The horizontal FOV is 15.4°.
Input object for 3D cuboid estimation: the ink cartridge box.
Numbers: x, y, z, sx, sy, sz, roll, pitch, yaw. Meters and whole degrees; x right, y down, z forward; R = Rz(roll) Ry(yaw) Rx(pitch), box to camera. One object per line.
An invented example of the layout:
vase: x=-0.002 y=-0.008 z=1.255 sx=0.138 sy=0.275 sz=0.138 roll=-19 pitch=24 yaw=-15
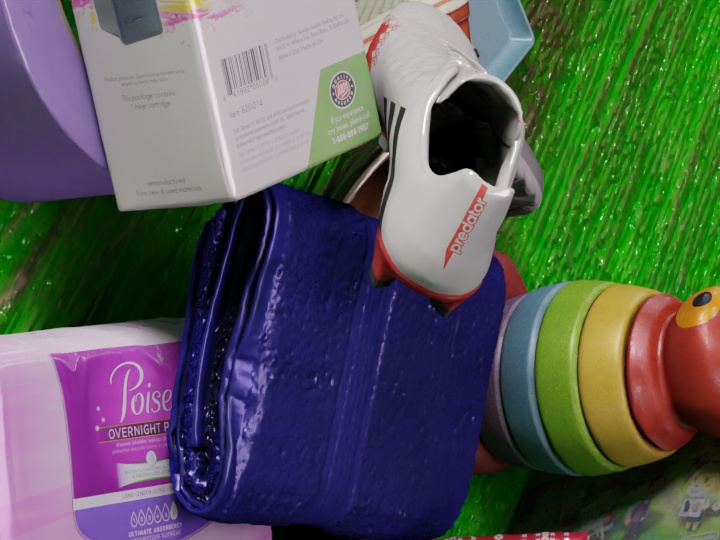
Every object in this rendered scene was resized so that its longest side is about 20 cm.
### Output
ink cartridge box: x=-0.066 y=-0.137 z=1.120 sx=0.117 sy=0.067 sz=0.201 roll=-27 pitch=109 yaw=-52

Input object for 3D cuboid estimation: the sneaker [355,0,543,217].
sneaker: x=0.046 y=-0.107 z=1.412 sx=0.200 sy=0.074 sz=0.082 roll=53 pitch=48 yaw=-37

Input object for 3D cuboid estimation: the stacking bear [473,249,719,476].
stacking bear: x=0.142 y=0.053 z=1.423 sx=0.122 sy=0.199 sz=0.114 roll=-49 pitch=125 yaw=-45

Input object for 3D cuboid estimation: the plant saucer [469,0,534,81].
plant saucer: x=0.043 y=-0.195 z=1.468 sx=0.070 sy=0.019 sz=0.201 roll=-51 pitch=126 yaw=-44

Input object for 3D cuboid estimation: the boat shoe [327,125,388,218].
boat shoe: x=0.000 y=0.000 z=1.322 sx=0.074 sy=0.068 sz=0.201 roll=25 pitch=52 yaw=-11

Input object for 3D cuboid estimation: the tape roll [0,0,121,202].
tape roll: x=-0.123 y=-0.133 z=1.171 sx=0.199 sy=0.085 sz=0.202 roll=10 pitch=77 yaw=-53

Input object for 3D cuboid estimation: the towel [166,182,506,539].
towel: x=-0.011 y=0.045 z=1.212 sx=0.200 sy=0.049 sz=0.149 roll=15 pitch=86 yaw=-54

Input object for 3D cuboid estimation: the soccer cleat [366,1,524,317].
soccer cleat: x=0.041 y=-0.068 z=1.187 sx=0.068 sy=0.085 sz=0.201 roll=22 pitch=38 yaw=-15

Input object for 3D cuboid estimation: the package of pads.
package of pads: x=-0.124 y=0.085 z=1.153 sx=0.199 sy=0.075 sz=0.121 roll=-4 pitch=91 yaw=-55

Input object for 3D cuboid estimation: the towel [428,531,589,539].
towel: x=0.016 y=0.199 z=1.241 sx=0.022 sy=0.198 sz=0.146 roll=-5 pitch=89 yaw=-77

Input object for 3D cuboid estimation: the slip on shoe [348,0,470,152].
slip on shoe: x=-0.021 y=-0.081 z=1.284 sx=0.199 sy=0.074 sz=0.062 roll=-30 pitch=110 yaw=-31

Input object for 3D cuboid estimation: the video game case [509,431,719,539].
video game case: x=0.173 y=0.096 z=1.465 sx=0.022 sy=0.199 sz=0.183 roll=43 pitch=52 yaw=-26

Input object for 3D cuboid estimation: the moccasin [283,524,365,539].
moccasin: x=0.001 y=0.184 z=1.329 sx=0.077 sy=0.073 sz=0.203 roll=-1 pitch=80 yaw=-47
